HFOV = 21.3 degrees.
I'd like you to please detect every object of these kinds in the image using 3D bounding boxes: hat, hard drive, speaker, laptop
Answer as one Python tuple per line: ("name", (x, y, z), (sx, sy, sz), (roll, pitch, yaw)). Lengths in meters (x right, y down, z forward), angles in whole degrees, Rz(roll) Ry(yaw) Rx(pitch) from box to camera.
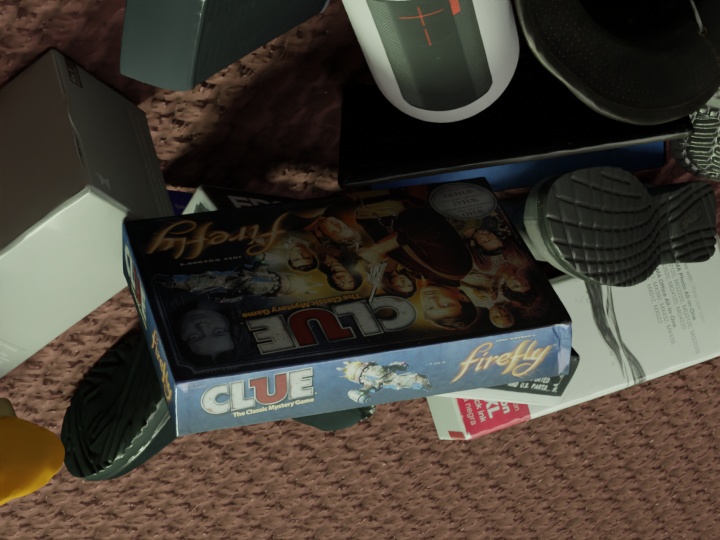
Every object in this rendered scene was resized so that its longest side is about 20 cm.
("hat", (0.129, -0.173, 0.994), (0.200, 0.202, 0.081), (10, 176, -37))
("hard drive", (-0.041, -0.175, 0.862), (0.135, 0.042, 0.201), (-36, 157, -38))
("speaker", (0.028, -0.140, 0.901), (0.081, 0.082, 0.200), (-22, 163, 2))
("laptop", (0.090, -0.057, 1.091), (0.186, 0.200, 0.117), (-9, 117, 5))

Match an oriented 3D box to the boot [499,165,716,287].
("boot", (0.119, -0.024, 1.155), (0.131, 0.070, 0.199), (0, 177, 36))

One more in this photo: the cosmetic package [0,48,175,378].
("cosmetic package", (-0.203, -0.014, 1.041), (0.199, 0.107, 0.090), (-31, 143, 18))

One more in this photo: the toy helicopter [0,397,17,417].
("toy helicopter", (-0.275, 0.124, 1.227), (0.132, 0.079, 0.200), (-30, 158, 1))

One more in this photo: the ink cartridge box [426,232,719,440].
("ink cartridge box", (0.143, 0.045, 1.280), (0.199, 0.084, 0.145), (-17, 176, -6))

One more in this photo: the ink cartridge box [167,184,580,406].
("ink cartridge box", (0.000, 0.000, 1.104), (0.197, 0.200, 0.044), (7, 118, -37))

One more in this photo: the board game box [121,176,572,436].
("board game box", (-0.010, 0.013, 0.960), (0.199, 0.136, 0.035), (-8, 128, -15))

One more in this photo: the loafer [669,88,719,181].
("loafer", (0.231, -0.151, 1.135), (0.073, 0.071, 0.201), (19, 128, 0))

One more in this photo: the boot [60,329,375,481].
("boot", (-0.080, 0.084, 1.266), (0.168, 0.077, 0.200), (23, 121, -41))

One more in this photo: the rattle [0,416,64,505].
("rattle", (-0.216, 0.049, 0.974), (0.142, 0.130, 0.201), (-15, 117, -23))
